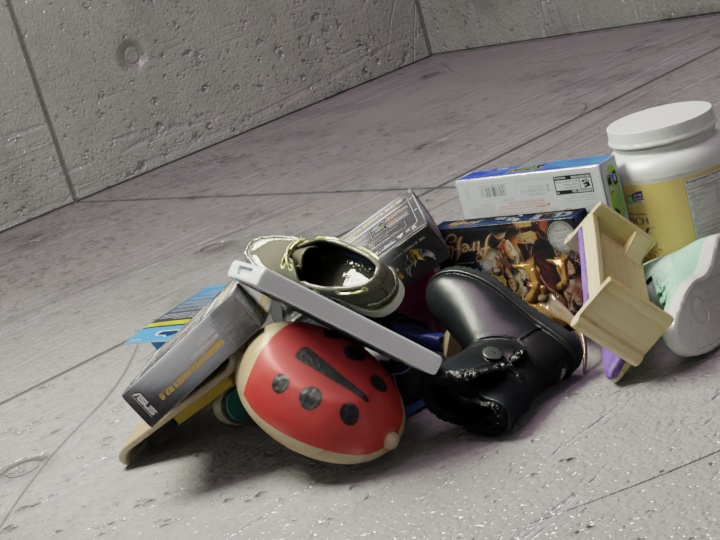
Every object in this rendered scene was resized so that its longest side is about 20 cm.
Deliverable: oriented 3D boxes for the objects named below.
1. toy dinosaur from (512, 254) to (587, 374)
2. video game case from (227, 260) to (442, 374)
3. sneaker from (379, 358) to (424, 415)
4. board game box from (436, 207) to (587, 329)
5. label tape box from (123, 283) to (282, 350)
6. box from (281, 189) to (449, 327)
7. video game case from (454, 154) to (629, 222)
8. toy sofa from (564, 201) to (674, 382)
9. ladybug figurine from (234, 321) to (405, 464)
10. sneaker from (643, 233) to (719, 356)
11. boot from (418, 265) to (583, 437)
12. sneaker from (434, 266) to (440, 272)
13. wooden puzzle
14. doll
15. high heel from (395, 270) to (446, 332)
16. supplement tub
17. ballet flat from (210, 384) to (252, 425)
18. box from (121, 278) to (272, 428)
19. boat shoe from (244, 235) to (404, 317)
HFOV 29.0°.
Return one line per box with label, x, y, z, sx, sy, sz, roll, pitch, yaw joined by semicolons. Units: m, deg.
toy dinosaur;0.216;0.041;1.548;0.060;0.107;0.200;-13;10;-18
video game case;-0.031;0.046;1.403;0.023;0.199;0.182;-64;14;-3
sneaker;0.008;0.123;1.491;0.199;0.078;0.070;-25;17;-29
board game box;0.186;0.003;1.631;0.199;0.136;0.035;-5;18;40
label tape box;-0.206;0.080;1.914;0.143;0.066;0.200;-7;20;34
box;0.000;0.000;1.601;0.200;0.048;0.158;-36;17;6
video game case;0.223;-0.035;1.636;0.199;0.182;0.045;-4;18;39
toy sofa;0.257;0.021;1.457;0.098;0.083;0.200;-52;12;25
ladybug figurine;-0.040;0.115;1.394;0.199;0.072;0.136;29;56;23
sneaker;0.328;0.042;1.484;0.118;0.074;0.201;-24;16;36
boot;0.110;0.081;1.438;0.200;0.077;0.168;31;38;27
sneaker;0.075;0.029;1.785;0.200;0.089;0.079;-29;10;40
wooden puzzle;-0.186;0.133;1.623;0.200;0.037;0.185;-42;7;18
doll;0.048;0.070;1.626;0.199;0.049;0.136;12;-1;40
high heel;0.024;0.041;1.741;0.199;0.096;0.067;-1;21;44
supplement tub;0.368;-0.083;1.618;0.145;0.201;0.145;-15;14;4
ballet flat;-0.090;0.120;1.639;0.199;0.068;0.062;-23;8;-24
box;-0.170;0.078;1.503;0.158;0.048;0.200;-42;6;6
boat shoe;-0.047;-0.006;1.499;0.201;0.060;0.072;16;67;32
